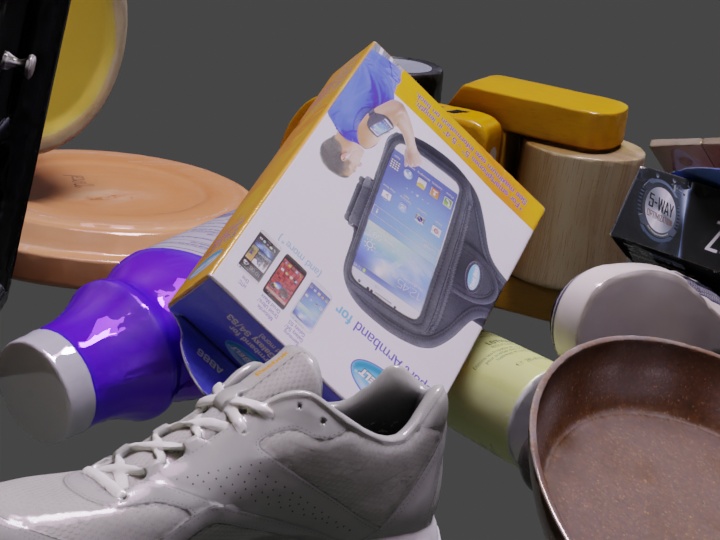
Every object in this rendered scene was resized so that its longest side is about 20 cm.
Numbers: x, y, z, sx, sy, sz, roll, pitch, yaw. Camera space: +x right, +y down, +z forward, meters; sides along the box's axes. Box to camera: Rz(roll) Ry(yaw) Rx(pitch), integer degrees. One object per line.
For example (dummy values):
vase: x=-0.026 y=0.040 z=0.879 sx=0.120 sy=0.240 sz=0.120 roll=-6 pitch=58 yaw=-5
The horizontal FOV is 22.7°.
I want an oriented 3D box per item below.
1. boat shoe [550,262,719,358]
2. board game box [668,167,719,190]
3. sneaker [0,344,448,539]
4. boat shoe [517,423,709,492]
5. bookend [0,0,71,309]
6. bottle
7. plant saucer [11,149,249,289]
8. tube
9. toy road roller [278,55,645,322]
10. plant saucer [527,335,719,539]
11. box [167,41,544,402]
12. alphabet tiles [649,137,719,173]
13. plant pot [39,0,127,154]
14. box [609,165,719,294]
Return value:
boat shoe: x=0.137 y=0.032 z=0.903 sx=0.093 sy=0.075 sz=0.200 roll=21 pitch=1 yaw=44
board game box: x=0.260 y=-0.024 z=0.959 sx=0.200 sy=0.039 sz=0.158 roll=29 pitch=-9 yaw=-20
sneaker: x=-0.055 y=0.071 z=0.658 sx=0.199 sy=0.092 sz=0.076 roll=-1 pitch=21 yaw=-33
boat shoe: x=0.150 y=0.070 z=0.815 sx=0.060 sy=0.072 sz=0.201 roll=29 pitch=27 yaw=33
bookend: x=-0.198 y=-0.056 z=0.770 sx=0.092 sy=0.201 sz=0.199 roll=15 pitch=17 yaw=-3
bottle: x=-0.072 y=0.019 z=0.812 sx=0.083 sy=0.066 sz=0.200 roll=12 pitch=27 yaw=38
plant saucer: x=-0.143 y=-0.033 z=0.989 sx=0.199 sy=0.032 sz=0.200 roll=6 pitch=16 yaw=-2
tube: x=0.026 y=0.038 z=0.880 sx=0.200 sy=0.052 sz=0.058 roll=26 pitch=-20 yaw=50
toy road roller: x=0.046 y=-0.040 z=1.002 sx=0.199 sy=0.123 sz=0.146 roll=14 pitch=19 yaw=21
plant saucer: x=0.143 y=0.107 z=0.673 sx=0.200 sy=0.035 sz=0.201 roll=22 pitch=35 yaw=-16
box: x=0.000 y=0.000 z=0.797 sx=0.119 sy=0.041 sz=0.200 roll=43 pitch=45 yaw=-13
alphabet tiles: x=0.281 y=-0.022 z=1.003 sx=0.200 sy=0.008 sz=0.167 roll=1 pitch=-36 yaw=40
plant pot: x=-0.234 y=-0.139 z=0.960 sx=0.188 sy=0.202 sz=0.201 roll=13 pitch=16 yaw=35
box: x=0.248 y=0.019 z=0.961 sx=0.200 sy=0.044 sz=0.160 roll=21 pitch=-9 yaw=29
